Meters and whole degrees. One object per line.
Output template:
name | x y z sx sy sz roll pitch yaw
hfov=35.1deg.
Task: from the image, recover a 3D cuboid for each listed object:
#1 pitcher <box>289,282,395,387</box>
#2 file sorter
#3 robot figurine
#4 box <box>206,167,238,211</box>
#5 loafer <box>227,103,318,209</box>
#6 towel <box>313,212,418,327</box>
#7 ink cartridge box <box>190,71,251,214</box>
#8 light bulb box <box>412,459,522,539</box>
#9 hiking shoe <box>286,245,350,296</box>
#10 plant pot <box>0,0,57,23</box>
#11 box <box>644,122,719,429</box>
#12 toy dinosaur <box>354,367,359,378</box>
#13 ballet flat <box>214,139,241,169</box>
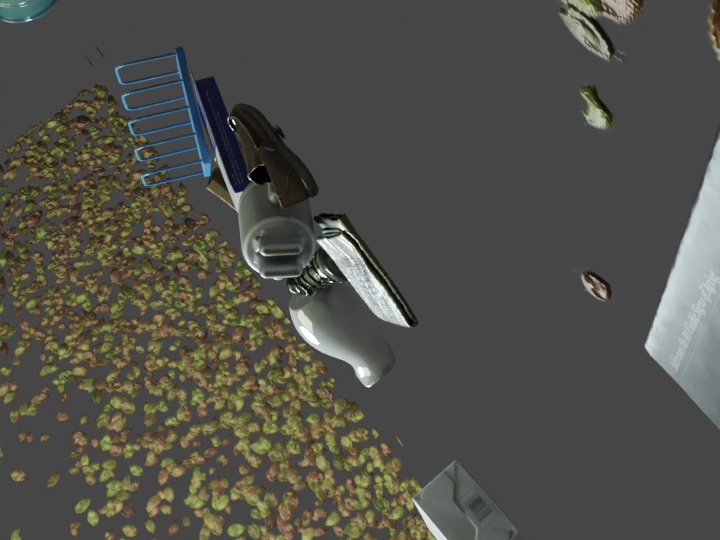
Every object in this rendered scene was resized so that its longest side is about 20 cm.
pitcher | -0.036 0.090 2.033 0.200 0.121 0.172 45 -169 -26
file sorter | -0.338 -0.257 1.961 0.139 0.121 0.202 149 107 -82
robot figurine | -0.128 -0.071 1.732 0.201 0.111 0.171 -103 17 -53
box | -0.188 -0.107 2.039 0.199 0.021 0.164 39 -173 -11
loafer | -0.141 -0.166 1.650 0.200 0.071 0.073 48 171 31
towel | 0.000 0.000 1.683 0.201 0.034 0.192 55 172 -10
ink cartridge box | -0.218 -0.206 1.846 0.200 0.046 0.200 118 132 -78
light bulb box | 0.221 0.516 2.275 0.198 0.124 0.200 48 171 29
hiking shoe | -0.069 0.009 1.868 0.076 0.100 0.200 51 172 -3
plant pot | -0.914 -0.792 2.992 0.200 0.199 0.197 48 163 28
box | 0.205 0.029 0.351 0.197 0.124 0.200 48 171 21
toy dinosaur | 0.003 0.157 2.258 0.103 0.076 0.200 62 -179 22
ballet flat | -0.198 -0.164 1.990 0.200 0.067 0.068 43 167 49
